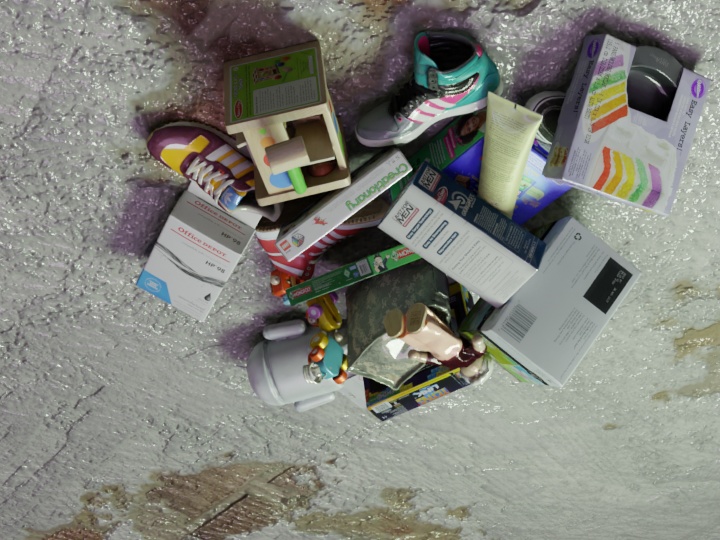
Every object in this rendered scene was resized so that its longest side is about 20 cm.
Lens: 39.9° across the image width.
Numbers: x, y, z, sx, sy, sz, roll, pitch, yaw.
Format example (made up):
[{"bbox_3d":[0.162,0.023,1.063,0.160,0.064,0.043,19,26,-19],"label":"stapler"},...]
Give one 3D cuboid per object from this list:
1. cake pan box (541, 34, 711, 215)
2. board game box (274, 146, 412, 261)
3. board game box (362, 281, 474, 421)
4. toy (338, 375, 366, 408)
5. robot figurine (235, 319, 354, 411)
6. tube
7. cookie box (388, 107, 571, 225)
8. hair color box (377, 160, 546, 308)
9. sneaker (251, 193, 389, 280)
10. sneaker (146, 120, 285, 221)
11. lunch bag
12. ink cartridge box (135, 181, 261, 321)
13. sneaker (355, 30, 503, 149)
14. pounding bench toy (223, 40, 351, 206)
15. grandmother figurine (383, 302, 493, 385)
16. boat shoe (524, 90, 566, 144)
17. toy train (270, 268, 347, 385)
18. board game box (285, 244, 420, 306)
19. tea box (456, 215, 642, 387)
[{"bbox_3d":[0.348,-0.189,1.285,0.184,0.052,0.200,17,93,-26],"label":"cake pan box"},{"bbox_3d":[-0.024,-0.093,1.313,0.200,0.126,0.035,-37,100,6],"label":"board game box"},{"bbox_3d":[0.097,0.130,1.597,0.200,0.165,0.057,-25,134,20],"label":"board game box"},{"bbox_3d":[0.059,0.167,1.720,0.200,0.047,0.115,-24,143,18],"label":"toy"},{"bbox_3d":[-0.101,0.156,1.636,0.200,0.113,0.170,-17,111,10],"label":"robot figurine"},{"bbox_3d":[0.186,-0.136,1.281,0.058,0.052,0.200,-3,137,-5],"label":"tube"},{"bbox_3d":[0.166,-0.125,1.385,0.171,0.075,0.200,30,126,-33],"label":"cookie box"},{"bbox_3d":[0.135,-0.046,1.314,0.200,0.061,0.100,34,135,-5],"label":"hair color box"},{"bbox_3d":[-0.048,-0.050,1.442,0.200,0.071,0.113,-7,136,11],"label":"sneaker"},{"bbox_3d":[-0.187,-0.129,1.315,0.200,0.090,0.075,17,133,-26],"label":"sneaker"},{"bbox_3d":[0.071,0.053,1.507,0.117,0.164,0.200,23,131,-24],"label":"lunch bag"},{"bbox_3d":[-0.230,-0.032,1.411,0.116,0.067,0.200,29,131,-6],"label":"ink cartridge box"},{"bbox_3d":[0.074,-0.232,1.240,0.200,0.084,0.121,-23,142,6],"label":"sneaker"},{"bbox_3d":[-0.085,-0.150,1.224,0.124,0.200,0.156,-12,138,5],"label":"pounding bench toy"},{"bbox_3d":[0.127,0.109,1.414,0.121,0.061,0.200,-5,151,41],"label":"grandmother figurine"},{"bbox_3d":[0.308,-0.187,1.332,0.200,0.064,0.071,14,106,-29],"label":"boat shoe"},{"bbox_3d":[-0.087,0.087,1.529,0.056,0.200,0.150,-25,161,32],"label":"toy train"},{"bbox_3d":[0.000,0.000,1.431,0.134,0.029,0.200,-22,180,-41],"label":"board game box"},{"bbox_3d":[0.265,0.048,1.428,0.134,0.200,0.197,38,171,-3],"label":"tea box"}]
